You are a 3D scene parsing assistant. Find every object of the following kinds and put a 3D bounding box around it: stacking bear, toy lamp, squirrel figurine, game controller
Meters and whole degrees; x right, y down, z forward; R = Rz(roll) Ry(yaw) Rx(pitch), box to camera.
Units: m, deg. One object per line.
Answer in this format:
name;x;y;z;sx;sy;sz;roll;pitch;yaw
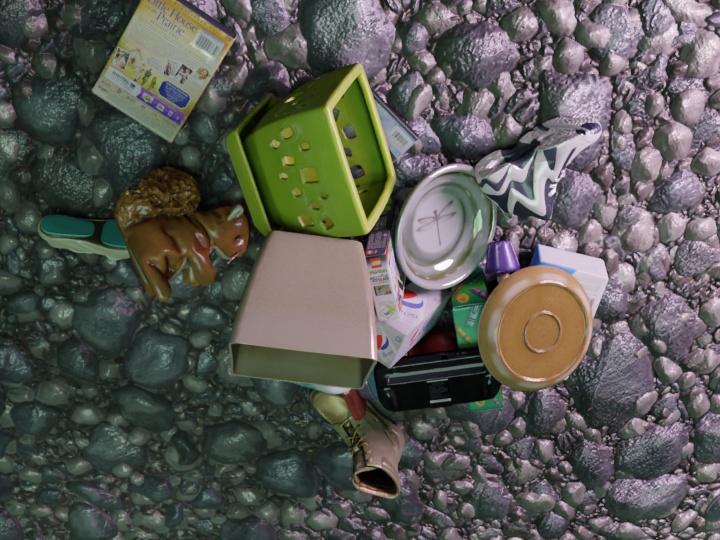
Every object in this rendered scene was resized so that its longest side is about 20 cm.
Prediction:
stacking bear;0.069;0.156;1.705;0.198;0.122;0.114;-14;139;12
toy lamp;0.231;0.054;1.637;0.058;0.058;0.202;-5;94;7
squirrel figurine;-0.272;-0.071;1.600;0.186;0.141;0.201;-27;94;-16
game controller;0.122;0.174;1.638;0.198;0.042;0.105;-7;132;6

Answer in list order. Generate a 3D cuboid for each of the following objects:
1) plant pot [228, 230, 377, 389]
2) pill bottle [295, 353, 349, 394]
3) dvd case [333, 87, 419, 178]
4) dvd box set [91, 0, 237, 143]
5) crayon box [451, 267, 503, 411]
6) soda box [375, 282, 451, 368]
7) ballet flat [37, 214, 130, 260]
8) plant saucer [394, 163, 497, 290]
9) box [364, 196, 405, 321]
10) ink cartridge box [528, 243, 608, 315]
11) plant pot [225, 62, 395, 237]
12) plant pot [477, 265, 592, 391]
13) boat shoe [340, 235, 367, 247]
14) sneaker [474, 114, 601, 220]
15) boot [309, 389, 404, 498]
plant pot;-0.077;0.053;1.474;0.198;0.179;0.200;7;162;-4
pill bottle;-0.088;0.130;1.661;0.199;0.111;0.111;6;131;52
dvd case;-0.028;-0.190;1.601;0.143;0.018;0.200;43;114;-16
dvd box set;-0.295;-0.310;1.550;0.146;0.029;0.200;31;116;-11
crayon box;0.190;0.113;1.687;0.058;0.119;0.201;-8;117;8
soda box;0.072;0.076;1.629;0.063;0.200;0.069;32;119;13
ballet flat;-0.424;-0.050;1.687;0.198;0.070;0.070;10;118;1
plant saucer;0.123;-0.071;1.602;0.199;0.050;0.202;-14;116;-31
box;0.041;-0.021;1.581;0.034;0.200;0.111;-8;118;11
ink cartridge box;0.313;0.069;1.683;0.115;0.068;0.201;14;117;-3
plant pot;-0.074;-0.164;1.500;0.180;0.200;0.200;-9;115;19
plant pot;0.277;0.093;1.597;0.198;0.027;0.202;-3;101;-17
boat shoe;0.000;0.000;1.633;0.071;0.065;0.202;-5;93;-11
sneaker;0.286;-0.144;1.572;0.198;0.080;0.130;-29;124;6
boot;-0.008;0.293;1.776;0.200;0.156;0.073;40;114;-16
